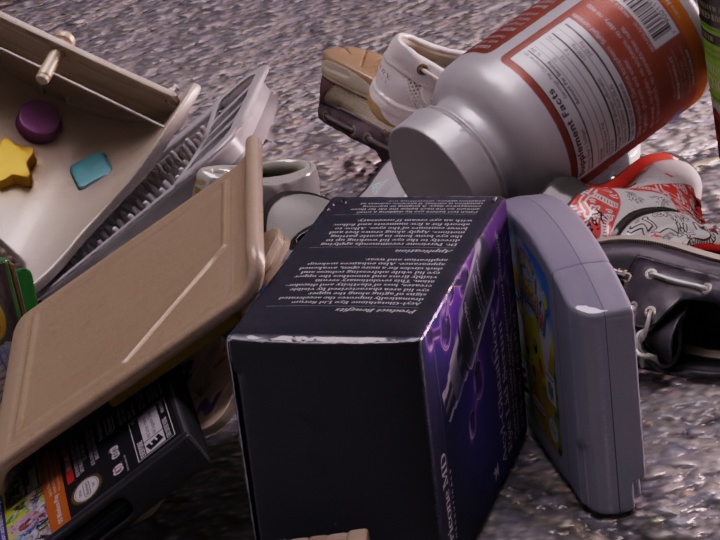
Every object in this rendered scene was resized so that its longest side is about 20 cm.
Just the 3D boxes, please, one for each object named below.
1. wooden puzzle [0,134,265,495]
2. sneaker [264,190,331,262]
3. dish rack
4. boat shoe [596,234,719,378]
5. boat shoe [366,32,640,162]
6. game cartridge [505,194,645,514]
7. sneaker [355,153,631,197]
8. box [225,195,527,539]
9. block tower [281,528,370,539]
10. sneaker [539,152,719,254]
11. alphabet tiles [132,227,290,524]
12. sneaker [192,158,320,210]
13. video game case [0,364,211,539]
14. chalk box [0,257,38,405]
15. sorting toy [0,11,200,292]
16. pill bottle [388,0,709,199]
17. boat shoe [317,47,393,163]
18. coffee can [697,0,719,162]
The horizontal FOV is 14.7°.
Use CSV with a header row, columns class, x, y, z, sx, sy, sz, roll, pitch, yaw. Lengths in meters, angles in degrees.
class,x,y,z,sx,sy,sz,roll,pitch,yaw
wooden puzzle,-0.122,0.026,1.531,0.200,0.037,0.185,-39,19,14
sneaker,0.000,0.000,1.673,0.074,0.080,0.200,-26,41,-17
dish rack,-0.132,-0.046,1.890,0.200,0.044,0.172,-37,14,19
boat shoe,0.177,0.025,1.599,0.199,0.073,0.063,4,22,24
boat shoe,0.108,-0.119,1.930,0.199,0.070,0.071,11,32,-14
game cartridge,0.109,0.034,1.522,0.040,0.134,0.200,-6,19,-10
sneaker,0.070,-0.057,1.860,0.199,0.078,0.140,-21,23,-26
box,0.014,0.062,1.472,0.104,0.149,0.200,0,24,16
block tower,-0.092,0.174,1.370,0.199,0.054,0.058,-8,20,10
sneaker,0.191,-0.017,1.729,0.108,0.068,0.201,31,21,25
alphabet tiles,-0.103,0.065,1.557,0.195,0.015,0.201,-26,31,49
sneaker,-0.108,-0.007,1.770,0.199,0.116,0.074,-22,25,-25
video game case,-0.168,0.114,1.505,0.180,0.026,0.200,-37,21,3
chalk box,-0.274,0.060,1.666,0.123,0.125,0.200,8,27,41
sorting toy,-0.236,-0.075,1.869,0.199,0.107,0.181,25,64,4
pill bottle,0.118,-0.106,1.751,0.200,0.113,0.112,-35,29,-23
boat shoe,0.042,-0.097,2.002,0.072,0.065,0.200,-13,36,-44
coffee can,0.287,-0.110,1.713,0.145,0.201,0.146,-9,20,3
